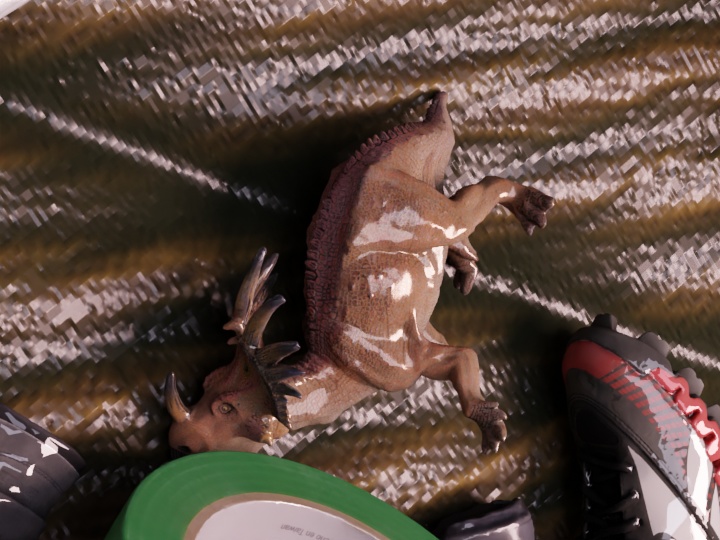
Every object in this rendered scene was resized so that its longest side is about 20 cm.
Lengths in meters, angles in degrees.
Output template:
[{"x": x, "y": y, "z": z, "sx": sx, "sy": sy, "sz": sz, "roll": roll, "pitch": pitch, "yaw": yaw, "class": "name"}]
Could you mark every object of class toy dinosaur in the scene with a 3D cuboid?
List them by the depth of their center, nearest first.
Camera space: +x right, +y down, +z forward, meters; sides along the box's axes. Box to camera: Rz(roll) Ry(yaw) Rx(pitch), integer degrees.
[{"x": 0.000, "y": 0.000, "z": 0.935, "sx": 0.135, "sy": 0.086, "sz": 0.202, "roll": 20, "pitch": 77, "yaw": -23, "class": "toy dinosaur"}]

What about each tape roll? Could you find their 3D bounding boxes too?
[{"x": -0.016, "y": 0.157, "z": 0.855, "sx": 0.199, "sy": 0.201, "sz": 0.048, "roll": 18, "pitch": 118, "yaw": -30, "class": "tape roll"}]

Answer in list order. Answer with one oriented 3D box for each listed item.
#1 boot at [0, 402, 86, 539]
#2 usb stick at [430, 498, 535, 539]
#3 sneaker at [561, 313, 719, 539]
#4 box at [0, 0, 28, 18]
[{"x": -0.143, "y": 0.129, "z": 0.865, "sx": 0.200, "sy": 0.070, "sz": 0.132, "roll": 41, "pitch": 67, "yaw": -30, "class": "boot"}, {"x": 0.069, "y": 0.208, "z": 1.013, "sx": 0.055, "sy": 0.033, "sz": 0.202, "roll": -13, "pitch": 100, "yaw": -32, "class": "usb stick"}, {"x": 0.136, "y": 0.122, "z": 1.025, "sx": 0.098, "sy": 0.071, "sz": 0.201, "roll": -35, "pitch": 111, "yaw": -27, "class": "sneaker"}, {"x": -0.258, "y": -0.127, "z": 0.743, "sx": 0.199, "sy": 0.130, "sz": 0.201, "roll": -37, "pitch": 110, "yaw": -24, "class": "box"}]
